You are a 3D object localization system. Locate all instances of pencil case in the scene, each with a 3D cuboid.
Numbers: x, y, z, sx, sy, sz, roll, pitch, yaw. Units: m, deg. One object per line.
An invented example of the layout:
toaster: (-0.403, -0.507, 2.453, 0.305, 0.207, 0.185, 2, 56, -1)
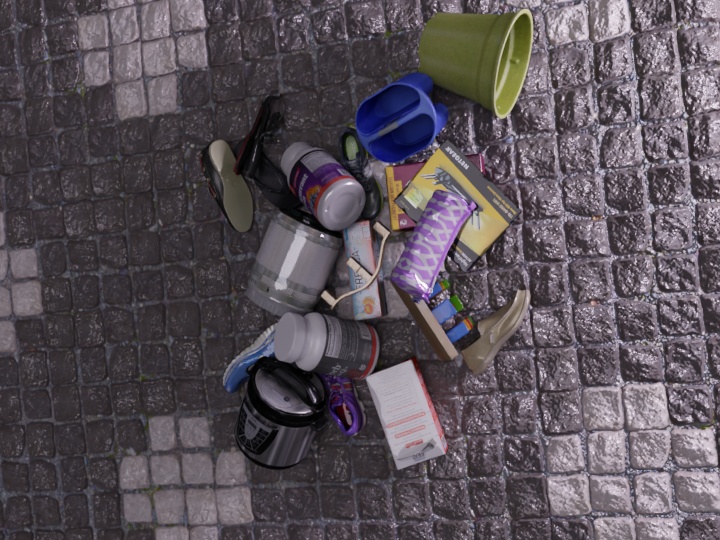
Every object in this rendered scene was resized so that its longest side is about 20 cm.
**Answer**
pencil case: (0.128, -0.045, 1.374, 0.084, 0.084, 0.204, 20, 82, 38)

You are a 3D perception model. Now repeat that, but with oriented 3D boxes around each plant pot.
plant pot: (0.216, -0.419, 1.483, 0.181, 0.199, 0.205, 19, 96, 24)

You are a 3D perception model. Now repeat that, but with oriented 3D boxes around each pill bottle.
pill bottle: (-0.083, -0.180, 1.557, 0.112, 0.111, 0.200, -51, 49, 10)
pill bottle: (-0.069, 0.150, 1.535, 0.196, 0.115, 0.119, 14, 96, -31)

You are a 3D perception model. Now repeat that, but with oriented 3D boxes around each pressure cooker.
pressure cooker: (-0.162, 0.279, 1.563, 0.172, 0.180, 0.203, 12, 122, -18)

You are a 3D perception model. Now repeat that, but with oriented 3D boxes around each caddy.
caddy: (0.078, -0.298, 1.507, 0.198, 0.105, 0.143, -21, 105, 45)

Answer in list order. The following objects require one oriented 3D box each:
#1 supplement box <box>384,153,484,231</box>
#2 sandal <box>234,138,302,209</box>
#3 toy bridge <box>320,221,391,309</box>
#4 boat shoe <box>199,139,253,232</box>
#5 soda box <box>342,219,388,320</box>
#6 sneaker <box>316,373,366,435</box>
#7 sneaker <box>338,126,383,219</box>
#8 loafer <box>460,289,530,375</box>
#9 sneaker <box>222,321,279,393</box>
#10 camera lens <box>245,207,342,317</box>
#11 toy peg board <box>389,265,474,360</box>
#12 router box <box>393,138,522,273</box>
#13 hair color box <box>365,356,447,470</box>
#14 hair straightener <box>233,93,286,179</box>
supplement box: (0.156, -0.153, 1.534, 0.195, 0.103, 0.135, -7, 89, 13)
sandal: (-0.204, -0.204, 1.652, 0.199, 0.043, 0.077, 42, 100, 10)
toy bridge: (0.000, 0.000, 1.543, 0.067, 0.027, 0.201, 39, 100, 10)
boat shoe: (-0.293, -0.181, 1.668, 0.062, 0.073, 0.206, -12, 100, 49)
soda box: (0.010, -0.001, 1.591, 0.062, 0.068, 0.206, -7, 89, 14)
sneaker: (-0.046, 0.251, 1.605, 0.079, 0.083, 0.203, -28, 84, 12)
sneaker: (-0.008, -0.204, 1.584, 0.072, 0.081, 0.205, -19, 87, 14)
loafer: (0.269, 0.116, 1.527, 0.068, 0.076, 0.202, 34, 99, 4)
sneaker: (-0.218, 0.203, 1.649, 0.199, 0.078, 0.090, -43, 80, 11)
camera lens: (-0.137, -0.017, 1.580, 0.157, 0.160, 0.204, 25, 97, 12)
toy peg board: (0.152, 0.065, 1.503, 0.097, 0.199, 0.202, -33, 84, -4)
router box: (0.185, -0.123, 1.448, 0.200, 0.052, 0.158, 44, 102, 7)
hair color box: (0.096, 0.295, 1.581, 0.109, 0.064, 0.204, -20, 85, 13)
hair straightener: (-0.202, -0.289, 1.634, 0.075, 0.041, 0.204, 19, 78, 19)
